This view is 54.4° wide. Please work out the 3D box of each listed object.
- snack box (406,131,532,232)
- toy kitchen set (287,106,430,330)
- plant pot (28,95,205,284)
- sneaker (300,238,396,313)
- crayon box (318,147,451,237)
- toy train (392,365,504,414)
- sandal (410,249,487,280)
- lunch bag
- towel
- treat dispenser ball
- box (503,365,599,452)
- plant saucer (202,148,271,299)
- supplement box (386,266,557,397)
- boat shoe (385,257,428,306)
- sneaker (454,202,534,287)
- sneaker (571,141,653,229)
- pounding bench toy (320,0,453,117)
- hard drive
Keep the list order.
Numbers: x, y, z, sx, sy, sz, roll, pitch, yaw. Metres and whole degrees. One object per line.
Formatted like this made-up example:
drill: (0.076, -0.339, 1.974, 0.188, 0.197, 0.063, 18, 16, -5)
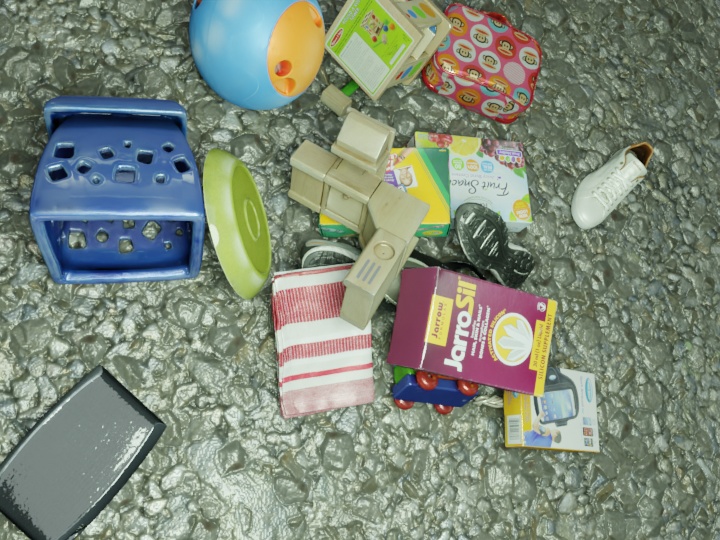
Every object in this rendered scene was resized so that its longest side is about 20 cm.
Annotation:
snack box: (0.175, -0.142, 1.140, 0.194, 0.053, 0.146, 1, 75, -17)
toy kitchen set: (-0.026, -0.079, 0.899, 0.197, 0.165, 0.182, 28, 53, 9)
plant pot: (-0.306, -0.105, 0.899, 0.194, 0.201, 0.185, -3, 68, -18)
sneaker: (0.000, 0.000, 1.031, 0.196, 0.080, 0.075, 22, 109, -26)
crayon box: (0.036, -0.116, 1.052, 0.194, 0.058, 0.122, 0, 74, 2)
toy train: (0.137, 0.144, 1.040, 0.195, 0.085, 0.118, 11, 54, -25)
sandal: (0.152, 0.012, 1.071, 0.196, 0.046, 0.076, 27, 27, -13)
lunch bag: (0.211, -0.366, 1.201, 0.196, 0.082, 0.180, 21, 68, -11)
towel: (-0.049, 0.097, 0.969, 0.140, 0.023, 0.206, -7, 102, -20)
treat dispenser ball: (-0.147, -0.337, 1.009, 0.195, 0.201, 0.207, 5, 73, -16)
box: (0.298, 0.210, 1.061, 0.196, 0.041, 0.123, 12, 71, -31)
plant saucer: (-0.156, -0.065, 0.933, 0.030, 0.200, 0.206, -11, 77, 8)
supplement box: (0.149, 0.081, 0.932, 0.195, 0.103, 0.135, 14, 83, -22)
boat shoe: (0.098, 0.043, 0.999, 0.199, 0.061, 0.073, 29, 108, -21)
sneaker: (0.188, -0.041, 1.056, 0.074, 0.079, 0.199, -50, 137, 1)
sneaker: (0.439, -0.157, 1.216, 0.073, 0.085, 0.201, 43, 68, -3)
pounding bench toy: (0.028, -0.347, 1.118, 0.124, 0.200, 0.156, 45, 35, 4)
hard drive: (-0.350, 0.230, 0.864, 0.134, 0.042, 0.201, 42, 67, -3)
